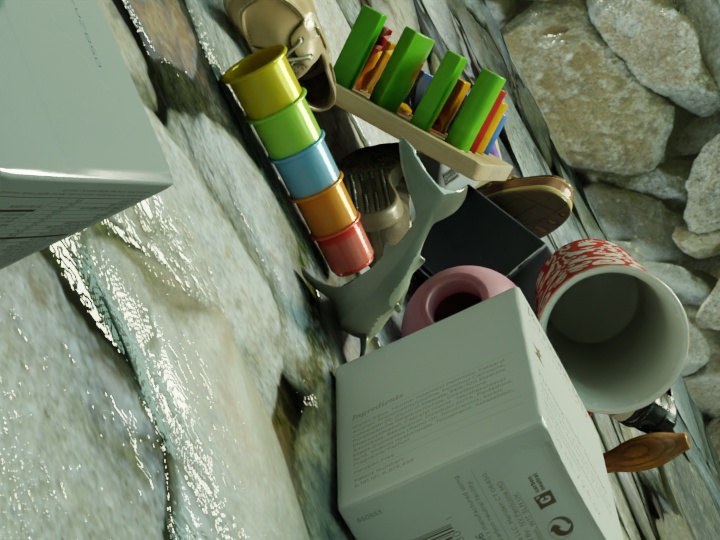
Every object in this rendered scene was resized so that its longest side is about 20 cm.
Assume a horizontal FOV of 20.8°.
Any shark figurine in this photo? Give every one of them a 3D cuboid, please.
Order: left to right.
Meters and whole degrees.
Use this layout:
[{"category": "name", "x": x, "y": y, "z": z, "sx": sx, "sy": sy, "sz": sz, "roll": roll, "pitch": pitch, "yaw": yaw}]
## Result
[{"category": "shark figurine", "x": 0.001, "y": 0.000, "z": 1.569, "sx": 0.089, "sy": 0.215, "sz": 0.128, "roll": 27, "pitch": 53, "yaw": -3}]

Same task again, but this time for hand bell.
[{"category": "hand bell", "x": 0.210, "y": 0.184, "z": 1.828, "sx": 0.104, "sy": 0.199, "sz": 0.105, "roll": -17, "pitch": 90, "yaw": -73}]

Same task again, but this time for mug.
[{"category": "mug", "x": 0.203, "y": 0.055, "z": 1.798, "sx": 0.133, "sy": 0.177, "sz": 0.200, "roll": 46, "pitch": 9, "yaw": -8}]

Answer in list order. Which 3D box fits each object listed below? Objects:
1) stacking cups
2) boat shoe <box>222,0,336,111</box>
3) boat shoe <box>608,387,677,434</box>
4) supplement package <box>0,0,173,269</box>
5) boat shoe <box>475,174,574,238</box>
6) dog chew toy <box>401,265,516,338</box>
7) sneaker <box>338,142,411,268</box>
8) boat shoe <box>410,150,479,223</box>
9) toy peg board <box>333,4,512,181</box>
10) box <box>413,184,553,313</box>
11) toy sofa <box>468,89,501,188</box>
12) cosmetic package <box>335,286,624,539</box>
[{"category": "stacking cups", "x": -0.045, "y": -0.086, "z": 1.635, "sx": 0.061, "sy": 0.060, "sz": 0.201, "roll": -82, "pitch": 148, "yaw": -68}, {"category": "boat shoe", "x": -0.062, "y": -0.202, "z": 1.748, "sx": 0.065, "sy": 0.071, "sz": 0.200, "roll": 70, "pitch": 12, "yaw": 22}, {"category": "boat shoe", "x": 0.265, "y": 0.110, "z": 1.891, "sx": 0.066, "sy": 0.075, "sz": 0.199, "roll": 31, "pitch": 4, "yaw": -10}, {"category": "supplement package", "x": -0.193, "y": -0.053, "z": 0.601, "sx": 0.152, "sy": 0.199, "sz": 0.151, "roll": 66, "pitch": 13, "yaw": 4}, {"category": "boat shoe", "x": 0.153, "y": -0.071, "z": 2.058, "sx": 0.072, "sy": 0.200, "sz": 0.068, "roll": 39, "pitch": 60, "yaw": -20}, {"category": "dog chew toy", "x": 0.113, "y": 0.085, "z": 1.843, "sx": 0.200, "sy": 0.124, "sz": 0.125, "roll": 62, "pitch": 10, "yaw": -51}, {"category": "sneaker", "x": 0.015, "y": -0.058, "z": 1.858, "sx": 0.200, "sy": 0.070, "sz": 0.076, "roll": -77, "pitch": 160, "yaw": -65}, {"category": "boat shoe", "x": 0.055, "y": -0.095, "z": 2.045, "sx": 0.199, "sy": 0.068, "sz": 0.074, "roll": -37, "pitch": 114, "yaw": -53}, {"category": "toy peg board", "x": 0.065, "y": -0.177, "z": 1.936, "sx": 0.199, "sy": 0.098, "sz": 0.199, "roll": 30, "pitch": 9, "yaw": 10}, {"category": "box", "x": 0.148, "y": 0.035, "z": 1.997, "sx": 0.148, "sy": 0.104, "sz": 0.200, "roll": 42, "pitch": -10, "yaw": 47}, {"category": "toy sofa", "x": 0.125, "y": -0.150, "z": 2.412, "sx": 0.098, "sy": 0.083, "sz": 0.200, "roll": 59, "pitch": 14, "yaw": -32}, {"category": "cosmetic package", "x": 0.088, "y": 0.152, "z": 1.484, "sx": 0.168, "sy": 0.166, "sz": 0.200, "roll": 59, "pitch": 13, "yaw": -26}]
